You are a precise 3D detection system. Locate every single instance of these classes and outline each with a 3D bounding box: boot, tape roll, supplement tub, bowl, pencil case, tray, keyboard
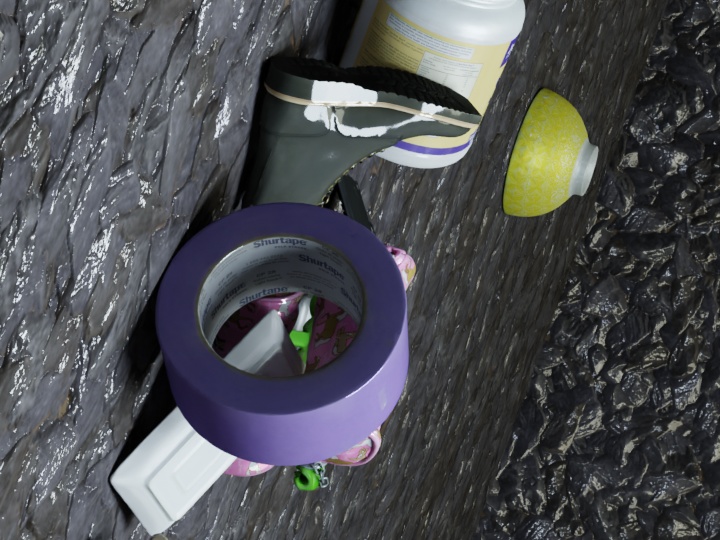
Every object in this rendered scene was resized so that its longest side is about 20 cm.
[{"bbox_3d":[-0.004,-0.105,1.644,0.077,0.199,0.139,-123,-134,-58],"label":"boot"},{"bbox_3d":[-0.061,0.050,1.512,0.085,0.199,0.200,87,25,-57],"label":"tape roll"},{"bbox_3d":[0.065,-0.211,1.730,0.145,0.145,0.200,-51,167,-56],"label":"supplement tub"},{"bbox_3d":[0.300,-0.167,2.874,0.200,0.107,0.201,18,90,-76],"label":"bowl"},{"bbox_3d":[-0.098,0.083,1.665,0.087,0.083,0.201,-96,-167,-58],"label":"pencil case"},{"bbox_3d":[-0.008,0.069,1.607,0.087,0.083,0.200,66,30,-51],"label":"pencil case"},{"bbox_3d":[-0.119,0.133,1.590,0.200,0.022,0.107,-46,146,-16],"label":"tray"},{"bbox_3d":[0.000,0.000,1.882,0.104,0.040,0.201,41,32,-69],"label":"keyboard"}]

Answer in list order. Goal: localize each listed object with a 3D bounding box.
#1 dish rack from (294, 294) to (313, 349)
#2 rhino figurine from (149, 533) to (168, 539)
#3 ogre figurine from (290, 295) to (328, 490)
[{"bbox_3d":[-0.045,0.056,1.925,0.200,0.043,0.172,1,108,-75],"label":"dish rack"},{"bbox_3d":[-0.218,0.305,1.519,0.200,0.060,0.088,-61,173,-29],"label":"rhino figurine"},{"bbox_3d":[-0.035,0.095,1.772,0.200,0.098,0.120,-57,159,-22],"label":"ogre figurine"}]
